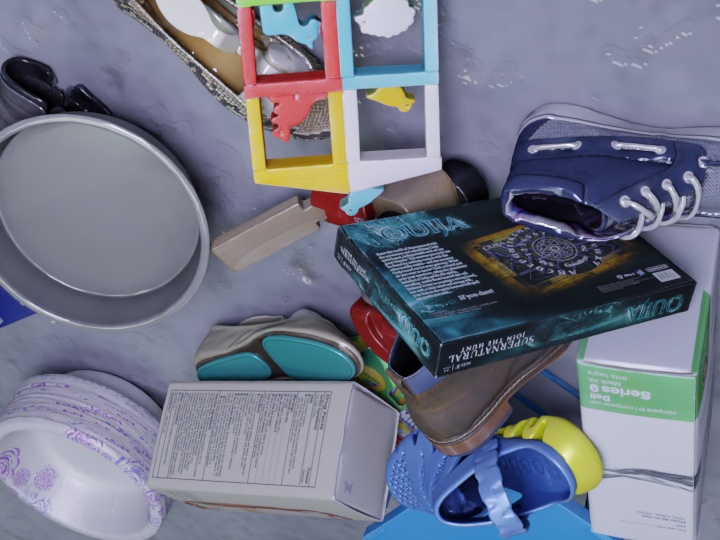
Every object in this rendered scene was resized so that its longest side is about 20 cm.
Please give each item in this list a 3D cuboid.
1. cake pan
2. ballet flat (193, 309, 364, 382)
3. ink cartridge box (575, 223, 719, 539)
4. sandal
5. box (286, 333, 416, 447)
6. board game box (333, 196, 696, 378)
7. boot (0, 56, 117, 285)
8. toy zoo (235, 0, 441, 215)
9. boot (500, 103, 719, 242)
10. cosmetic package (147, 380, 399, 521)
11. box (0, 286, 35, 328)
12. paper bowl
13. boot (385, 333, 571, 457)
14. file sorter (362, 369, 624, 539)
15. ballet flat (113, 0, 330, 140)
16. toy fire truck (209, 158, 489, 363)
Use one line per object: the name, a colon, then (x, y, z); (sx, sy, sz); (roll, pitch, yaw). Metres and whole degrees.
cake pan: (-0.214, -0.041, 0.947); (0.199, 0.037, 0.201); (4, 124, 6)
ballet flat: (-0.068, 0.063, 1.038); (0.199, 0.070, 0.070); (-8, 130, 39)
ink cartridge box: (0.215, 0.086, 0.874); (0.083, 0.146, 0.201); (5, 135, 19)
sandal: (0.079, 0.155, 0.875); (0.200, 0.087, 0.080); (-20, 104, 53)
box: (-0.016, 0.131, 1.096); (0.117, 0.048, 0.200); (48, 136, -15)
board game box: (0.100, -0.001, 0.776); (0.199, 0.135, 0.028); (-11, 128, -26)
boot: (-0.231, -0.076, 0.978); (0.199, 0.070, 0.132); (32, 129, -20)
toy zoo: (-0.013, -0.128, 0.781); (0.130, 0.020, 0.201); (-4, 118, -1)
boot: (0.195, -0.049, 0.787); (0.199, 0.091, 0.073); (10, 137, 15)
cosmetic package: (-0.076, 0.156, 1.031); (0.199, 0.104, 0.087); (-2, 156, 33)
box: (-0.326, -0.014, 1.107); (0.199, 0.032, 0.121); (-20, 122, 37)
paper bowl: (-0.276, 0.184, 1.232); (0.199, 0.105, 0.201); (12, 137, 12)
boot: (0.096, 0.029, 0.831); (0.075, 0.201, 0.097); (23, 164, 42)
file sorter: (0.123, 0.190, 1.042); (0.138, 0.123, 0.200); (34, 138, -11)
ballet flat: (-0.092, -0.154, 0.818); (0.200, 0.075, 0.068); (37, 92, -12)
toy fire truck: (0.000, 0.000, 0.925); (0.199, 0.129, 0.177); (19, 140, 44)
